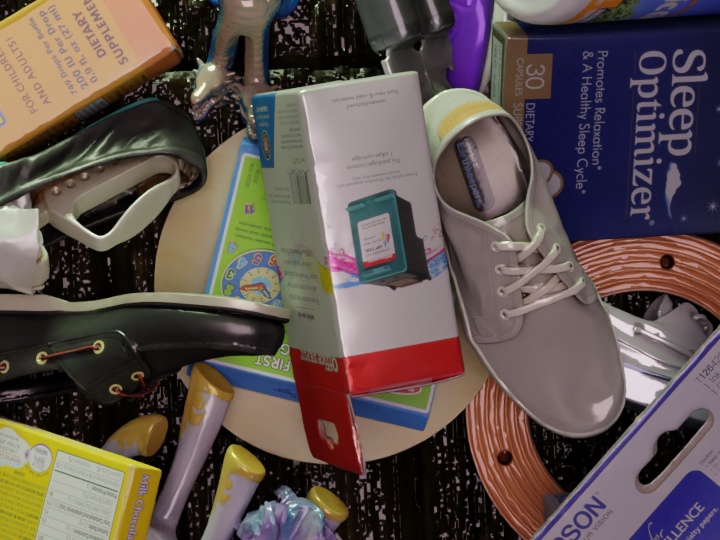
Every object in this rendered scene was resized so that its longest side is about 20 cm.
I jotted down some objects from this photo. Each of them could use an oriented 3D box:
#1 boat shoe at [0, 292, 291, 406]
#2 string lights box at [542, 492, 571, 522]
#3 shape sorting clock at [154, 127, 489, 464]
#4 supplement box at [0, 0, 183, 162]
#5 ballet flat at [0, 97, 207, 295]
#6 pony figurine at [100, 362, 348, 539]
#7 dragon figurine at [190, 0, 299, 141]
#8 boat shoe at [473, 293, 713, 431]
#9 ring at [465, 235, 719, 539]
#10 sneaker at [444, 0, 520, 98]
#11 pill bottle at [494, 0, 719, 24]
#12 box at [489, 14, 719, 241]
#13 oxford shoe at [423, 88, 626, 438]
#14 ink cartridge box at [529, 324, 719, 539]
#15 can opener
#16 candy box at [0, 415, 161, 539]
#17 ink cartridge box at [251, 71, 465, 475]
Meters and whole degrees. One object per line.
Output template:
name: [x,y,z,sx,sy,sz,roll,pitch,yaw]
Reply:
boat shoe: [-0.128,0.043,1.582,0.201,0.074,0.063,-3,78,26]
string lights box: [0.202,0.173,1.619,0.200,0.059,0.103,-3,104,-9]
shape sorting clock: [-0.015,0.008,1.632,0.200,0.039,0.200,0,85,-2]
supplement box: [-0.199,-0.094,1.609,0.200,0.069,0.067,-32,90,1]
ballet flat: [-0.170,-0.032,1.584,0.200,0.068,0.068,-28,56,-17]
pony figurine: [-0.098,0.180,1.583,0.193,0.166,0.200,45,109,23]
dragon figurine: [-0.058,-0.174,1.617,0.059,0.099,0.200,9,72,-1]
boat shoe: [0.164,0.046,1.607,0.200,0.074,0.065,19,84,-10]
ring: [0.158,0.076,1.653,0.200,0.019,0.201,0,91,-2]
sneaker: [0.044,-0.189,1.622,0.099,0.070,0.201,4,95,11]
pill bottle: [0.165,-0.191,1.568,0.200,0.112,0.112,-7,92,-35]
box: [0.169,-0.079,1.609,0.200,0.032,0.121,-4,112,-14]
oxford shoe: [0.084,-0.001,1.542,0.075,0.058,0.200,-25,98,-11]
ink cartridge box: [0.214,0.132,1.559,0.200,0.047,0.198,40,96,-15]
can opener: [0.013,-0.135,1.586,0.053,0.067,0.200,-20,91,-44]
candy box: [-0.184,0.133,1.564,0.026,0.200,0.102,10,93,-42]
ink cartridge box: [0.000,0.000,1.545,0.067,0.116,0.200,-10,95,-14]
